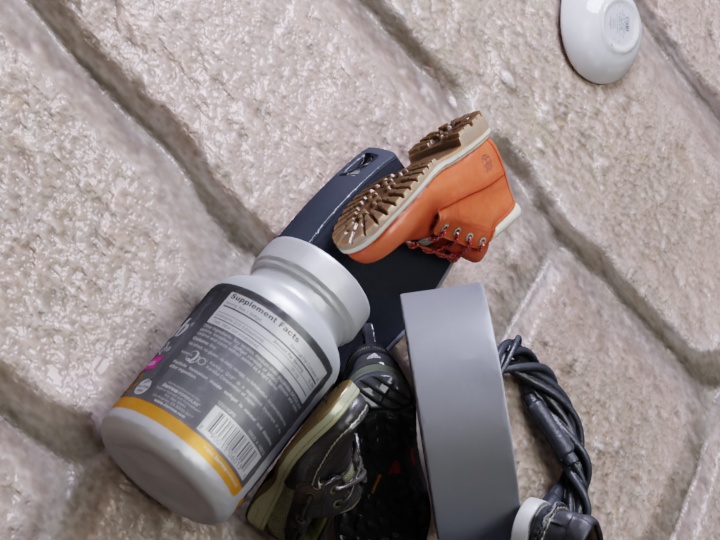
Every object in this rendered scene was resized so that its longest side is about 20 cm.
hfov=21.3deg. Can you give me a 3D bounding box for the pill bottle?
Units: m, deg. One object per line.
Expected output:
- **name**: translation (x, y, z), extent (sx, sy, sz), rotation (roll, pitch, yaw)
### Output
- **pill bottle**: translation (-0.087, 0.077, 1.398), extent (0.116, 0.116, 0.200), rotation (48, 63, -19)

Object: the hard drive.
- **hard drive**: translation (0.000, 0.000, 1.556), extent (0.135, 0.042, 0.200), rotation (53, 52, -16)

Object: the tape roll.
- **tape roll**: translation (0.076, 0.112, 1.468), extent (0.066, 0.200, 0.201), rotation (-9, 82, 1)

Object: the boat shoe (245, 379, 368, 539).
- **boat shoe**: translation (-0.025, 0.146, 1.392), extent (0.065, 0.200, 0.073), rotation (39, 58, 6)

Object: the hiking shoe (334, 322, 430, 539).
- **hiking shoe**: translation (0.017, 0.142, 1.484), extent (0.101, 0.076, 0.200), rotation (-91, -177, -58)

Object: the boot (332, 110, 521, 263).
- **boot**: translation (0.061, -0.041, 1.545), extent (0.200, 0.075, 0.107), rotation (-39, 108, -42)

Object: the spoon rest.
- **spoon rest**: translation (0.228, -0.277, 1.818), extent (0.099, 0.061, 0.200), rotation (1, 91, -38)

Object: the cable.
- **cable**: translation (0.139, 0.153, 1.626), extent (0.163, 0.051, 0.200), rotation (20, 66, -35)

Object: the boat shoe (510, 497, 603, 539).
- **boat shoe**: translation (0.162, 0.254, 1.432), extent (0.074, 0.060, 0.200), rotation (-47, 135, -43)
